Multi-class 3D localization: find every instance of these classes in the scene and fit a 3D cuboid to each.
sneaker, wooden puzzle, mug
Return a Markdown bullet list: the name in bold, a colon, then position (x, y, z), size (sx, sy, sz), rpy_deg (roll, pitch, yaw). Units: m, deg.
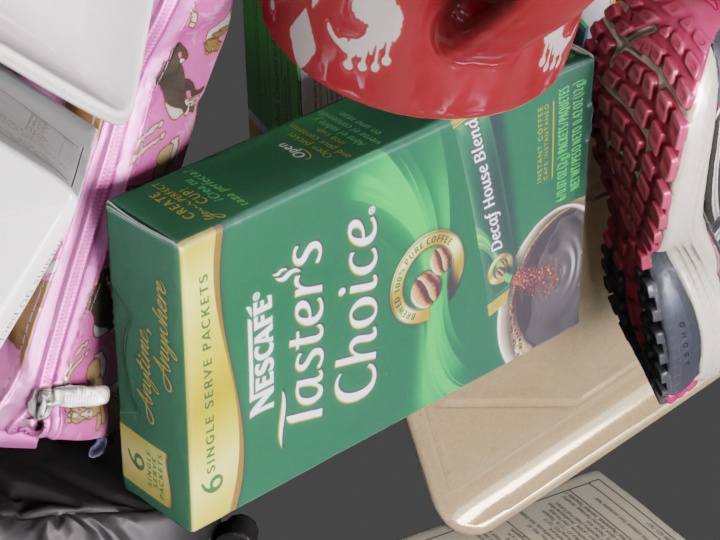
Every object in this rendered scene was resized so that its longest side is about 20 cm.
- **sneaker**: position (0.130, -0.036, 1.055), size (0.074, 0.081, 0.201), rpy_deg (-20, 143, -7)
- **wooden puzzle**: position (0.090, 0.005, 1.166), size (0.184, 0.037, 0.200), rpy_deg (-33, 142, -10)
- **mug**: position (0.029, -0.145, 0.867), size (0.133, 0.178, 0.201), rpy_deg (15, 130, 2)

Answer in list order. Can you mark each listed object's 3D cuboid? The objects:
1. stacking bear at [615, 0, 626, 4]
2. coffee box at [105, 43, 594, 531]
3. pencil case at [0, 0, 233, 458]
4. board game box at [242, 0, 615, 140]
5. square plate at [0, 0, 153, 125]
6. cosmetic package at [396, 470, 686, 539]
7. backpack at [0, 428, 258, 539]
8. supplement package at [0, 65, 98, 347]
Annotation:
- **stacking bear**: position (0.106, -0.190, 0.992), size (0.122, 0.113, 0.201), rpy_deg (-65, 153, -49)
- **coffee box**: position (0.000, 0.000, 1.003), size (0.199, 0.044, 0.124), rpy_deg (-25, 130, -35)
- **pencil case**: position (-0.097, -0.036, 0.982), size (0.083, 0.086, 0.201), rpy_deg (-7, 119, -58)
- **board game box**: position (0.048, -0.109, 1.087), size (0.199, 0.040, 0.154), rpy_deg (-20, 126, -28)
- **square plate**: position (-0.130, -0.170, 0.866), size (0.198, 0.028, 0.201), rpy_deg (26, 65, -44)
- **cosmetic package**: position (0.050, 0.171, 1.213), size (0.199, 0.103, 0.088), rpy_deg (-15, 126, -29)
- **backpack**: position (-0.141, 0.155, 1.038), size (0.166, 0.127, 0.201), rpy_deg (3, 115, -27)
- **supplement package**: position (-0.187, 0.008, 0.829), size (0.147, 0.200, 0.192), rpy_deg (32, 96, -8)
